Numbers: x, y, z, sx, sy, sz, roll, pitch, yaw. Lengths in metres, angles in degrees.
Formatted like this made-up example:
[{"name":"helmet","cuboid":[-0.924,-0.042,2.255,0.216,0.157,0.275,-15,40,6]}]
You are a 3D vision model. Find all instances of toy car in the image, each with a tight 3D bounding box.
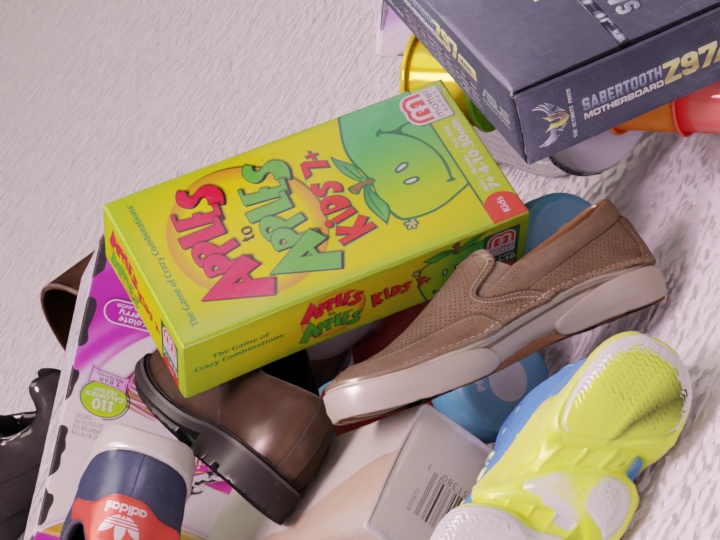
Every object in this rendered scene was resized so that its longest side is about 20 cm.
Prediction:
[{"name":"toy car","cuboid":[0.000,0.000,1.543,0.184,0.200,0.177,-21,36,59]}]

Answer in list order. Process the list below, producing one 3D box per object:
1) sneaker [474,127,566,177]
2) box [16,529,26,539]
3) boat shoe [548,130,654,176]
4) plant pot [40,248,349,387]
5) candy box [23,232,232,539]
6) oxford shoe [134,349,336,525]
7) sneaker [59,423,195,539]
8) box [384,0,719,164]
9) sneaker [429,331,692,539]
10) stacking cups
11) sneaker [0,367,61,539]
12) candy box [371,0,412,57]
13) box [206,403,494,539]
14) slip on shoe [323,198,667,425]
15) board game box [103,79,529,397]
[{"name":"sneaker","cuboid":[0.109,-0.123,1.711,0.118,0.074,0.200,-50,21,-14]},{"name":"box","cuboid":[-0.194,0.227,1.672,0.200,0.086,0.164,-48,-7,-10]},{"name":"boat shoe","cuboid":[0.177,-0.132,1.568,0.200,0.072,0.066,-54,-4,-1]},{"name":"plant pot","cuboid":[-0.070,0.013,1.786,0.200,0.187,0.187,-44,14,-19]},{"name":"candy box","cuboid":[-0.110,0.090,1.607,0.061,0.136,0.201,122,160,-57]},{"name":"oxford shoe","cuboid":[-0.061,0.070,1.491,0.085,0.073,0.200,-51,29,-5]},{"name":"sneaker","cuboid":[-0.132,0.164,1.463,0.200,0.075,0.085,98,-174,-55]},{"name":"box","cuboid":[0.111,-0.152,1.483,0.157,0.051,0.200,-24,40,-10]},{"name":"sneaker","cuboid":[0.084,0.117,1.344,0.200,0.076,0.105,-48,5,-5]},{"name":"stacking cups","cuboid":[0.120,-0.097,1.496,0.199,0.061,0.061,7,55,30]},{"name":"sneaker","cuboid":[-0.224,0.142,1.793,0.200,0.091,0.076,-51,9,17]},{"name":"candy box","cuboid":[0.091,-0.193,1.715,0.200,0.167,0.072,-95,10,-64]},{"name":"box","cuboid":[0.002,0.142,1.451,0.200,0.095,0.078,-28,31,58]},{"name":"slip on shoe","cuboid":[0.063,0.021,1.405,0.199,0.061,0.076,-22,-3,-21]},{"name":"board game box","cuboid":[-0.023,-0.019,1.454,0.199,0.102,0.048,-21,-32,-17]}]
